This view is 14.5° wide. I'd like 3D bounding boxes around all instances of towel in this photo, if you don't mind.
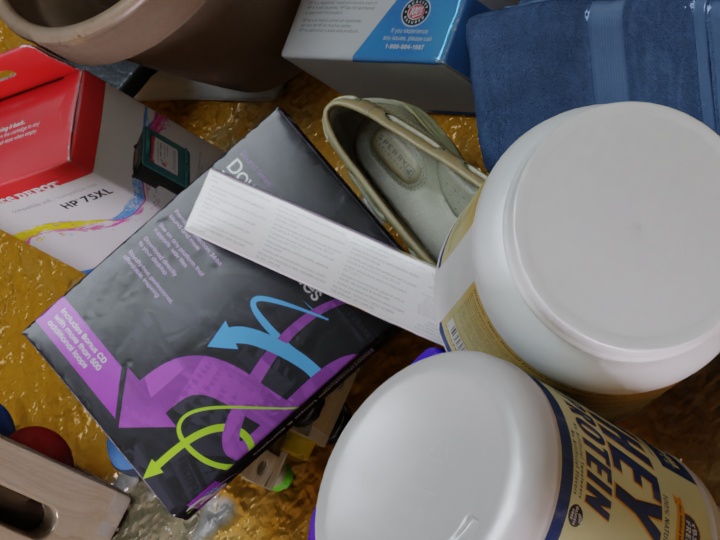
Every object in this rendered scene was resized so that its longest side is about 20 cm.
[{"bbox_3d":[0.148,-0.100,1.574,0.200,0.048,0.112,2,100,45],"label":"towel"}]

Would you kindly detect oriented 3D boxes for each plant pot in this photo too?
[{"bbox_3d":[-0.106,-0.195,1.763,0.200,0.174,0.201,-20,55,32],"label":"plant pot"}]

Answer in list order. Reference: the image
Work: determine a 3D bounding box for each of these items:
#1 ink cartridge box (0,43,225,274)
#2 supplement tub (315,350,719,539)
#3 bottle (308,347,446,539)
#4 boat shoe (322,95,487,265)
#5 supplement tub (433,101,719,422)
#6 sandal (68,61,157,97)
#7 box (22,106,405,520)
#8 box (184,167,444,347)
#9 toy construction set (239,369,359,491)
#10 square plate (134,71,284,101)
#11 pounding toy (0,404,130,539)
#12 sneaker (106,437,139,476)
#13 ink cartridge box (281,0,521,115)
[{"bbox_3d":[-0.177,-0.062,1.777,0.116,0.200,0.067,-16,58,39],"label":"ink cartridge box"},{"bbox_3d":[0.090,0.138,1.394,0.145,0.200,0.145,-23,53,35],"label":"supplement tub"},{"bbox_3d":[0.016,0.141,1.556,0.200,0.083,0.065,-57,41,9],"label":"bottle"},{"bbox_3d":[0.054,-0.027,1.598,0.073,0.063,0.201,-49,62,17],"label":"boat shoe"},{"bbox_3d":[0.119,-0.002,1.425,0.200,0.144,0.145,123,167,-77],"label":"supplement tub"},{"bbox_3d":[-0.136,-0.166,1.884,0.200,0.043,0.076,-50,48,-4],"label":"sandal"},{"bbox_3d":[-0.074,0.024,1.618,0.200,0.036,0.143,-41,78,1],"label":"box"},{"bbox_3d":[0.000,0.000,1.565,0.200,0.039,0.042,23,90,16],"label":"box"},{"bbox_3d":[-0.060,0.044,1.678,0.131,0.092,0.201,18,94,36],"label":"toy construction set"},{"bbox_3d":[-0.099,-0.209,1.916,0.200,0.028,0.199,3,70,45],"label":"square plate"},{"bbox_3d":[-0.258,0.115,1.756,0.184,0.200,0.142,22,83,49],"label":"pounding toy"},{"bbox_3d":[-0.111,0.033,1.752,0.200,0.078,0.066,-56,43,6],"label":"sneaker"},{"bbox_3d":[0.056,-0.201,1.714,0.145,0.084,0.200,6,73,48],"label":"ink cartridge box"}]
